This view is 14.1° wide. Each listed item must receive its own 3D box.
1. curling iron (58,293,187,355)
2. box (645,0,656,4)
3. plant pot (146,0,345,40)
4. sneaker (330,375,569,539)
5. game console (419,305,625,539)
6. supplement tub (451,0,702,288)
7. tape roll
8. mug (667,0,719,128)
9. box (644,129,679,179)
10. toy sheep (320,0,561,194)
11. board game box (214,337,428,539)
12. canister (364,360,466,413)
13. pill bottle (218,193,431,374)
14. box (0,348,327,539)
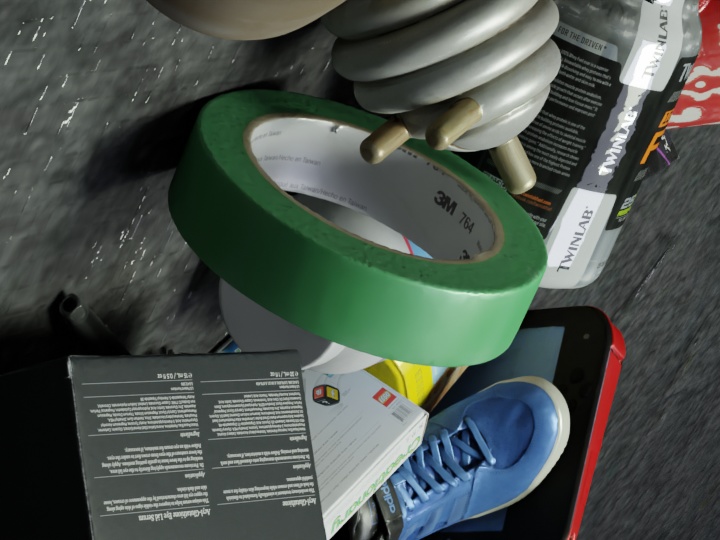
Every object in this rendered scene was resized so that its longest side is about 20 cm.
[{"bbox_3d":[-0.130,0.048,1.600,0.200,0.025,0.050,46,56,-66],"label":"curling iron"},{"bbox_3d":[0.145,-0.269,1.571,0.201,0.158,0.046,-57,160,-2],"label":"box"},{"bbox_3d":[-0.036,-0.188,1.233,0.200,0.200,0.174,-48,175,-26],"label":"plant pot"},{"bbox_3d":[0.037,0.135,1.859,0.199,0.077,0.111,-29,171,27],"label":"sneaker"},{"bbox_3d":[0.081,0.110,1.948,0.031,0.199,0.178,38,60,-38],"label":"game console"},{"bbox_3d":[0.117,-0.101,1.654,0.122,0.122,0.201,-19,135,-62],"label":"supplement tub"},{"bbox_3d":[-0.001,-0.025,1.526,0.200,0.200,0.048,-23,141,-60],"label":"tape roll"},{"bbox_3d":[0.251,-0.172,1.795,0.134,0.199,0.178,-103,-175,-52],"label":"mug"},{"bbox_3d":[0.121,-0.106,1.825,0.036,0.144,0.200,-21,-175,33],"label":"box"},{"bbox_3d":[0.042,-0.129,1.546,0.138,0.137,0.201,-40,115,-42],"label":"toy sheep"},{"bbox_3d":[-0.068,0.117,1.703,0.200,0.126,0.035,-43,157,-37],"label":"board game box"},{"bbox_3d":[0.061,-0.001,1.908,0.200,0.086,0.149,-49,161,-19],"label":"canister"},{"bbox_3d":[0.000,0.000,1.715,0.200,0.108,0.109,-21,140,-61],"label":"pill bottle"},{"bbox_3d":[-0.107,0.118,1.523,0.200,0.079,0.142,1,76,-56],"label":"box"}]
